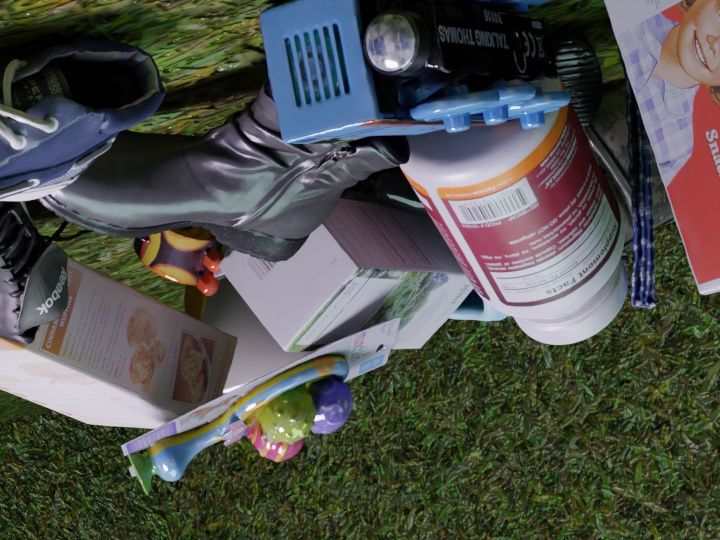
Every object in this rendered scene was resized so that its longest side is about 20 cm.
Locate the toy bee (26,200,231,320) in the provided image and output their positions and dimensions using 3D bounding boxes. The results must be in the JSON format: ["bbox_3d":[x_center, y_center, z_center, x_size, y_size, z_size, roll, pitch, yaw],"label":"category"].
[{"bbox_3d":[-0.116,-0.016,1.052,0.199,0.108,0.132,-30,139,-34],"label":"toy bee"}]

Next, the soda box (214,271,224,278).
[{"bbox_3d":[-0.037,-0.052,1.302,0.198,0.064,0.070,-19,175,10],"label":"soda box"}]

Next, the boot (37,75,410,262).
[{"bbox_3d":[-0.080,-0.074,0.865,0.198,0.071,0.131,7,148,-36],"label":"boot"}]

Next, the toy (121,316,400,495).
[{"bbox_3d":[-0.060,0.102,1.022,0.198,0.048,0.115,-21,165,-11],"label":"toy"}]

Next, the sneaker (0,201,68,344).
[{"bbox_3d":[-0.200,-0.012,0.854,0.067,0.090,0.200,-56,178,-26],"label":"sneaker"}]

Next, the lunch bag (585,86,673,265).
[{"bbox_3d":[0.169,-0.051,1.375,0.167,0.140,0.200,-34,-176,-26],"label":"lunch bag"}]

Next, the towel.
[{"bbox_3d":[0.195,-0.074,1.088,0.023,0.203,0.145,-2,179,9],"label":"towel"}]

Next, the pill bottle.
[{"bbox_3d":[0.104,-0.043,0.984,0.112,0.114,0.201,-18,137,16],"label":"pill bottle"}]

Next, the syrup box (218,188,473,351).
[{"bbox_3d":[0.000,0.000,1.052,0.079,0.082,0.199,-47,159,19],"label":"syrup box"}]

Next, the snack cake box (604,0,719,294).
[{"bbox_3d":[0.171,-0.103,0.640,0.067,0.203,0.115,-13,175,-37],"label":"snack cake box"}]

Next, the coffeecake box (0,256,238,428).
[{"bbox_3d":[-0.212,0.046,1.061,0.152,0.074,0.199,-2,157,44],"label":"coffeecake box"}]

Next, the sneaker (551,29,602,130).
[{"bbox_3d":[0.128,-0.122,1.116,0.073,0.090,0.201,-3,149,-5],"label":"sneaker"}]

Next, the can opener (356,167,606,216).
[{"bbox_3d":[0.082,-0.054,1.083,0.198,0.080,0.063,6,-170,-27],"label":"can opener"}]

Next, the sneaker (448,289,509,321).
[{"bbox_3d":[0.063,-0.003,1.194,0.081,0.075,0.199,-20,-165,-31],"label":"sneaker"}]

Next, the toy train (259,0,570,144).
[{"bbox_3d":[0.035,-0.112,0.808,0.113,0.088,0.199,-9,-178,28],"label":"toy train"}]

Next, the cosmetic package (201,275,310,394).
[{"bbox_3d":[-0.058,0.035,1.212,0.102,0.088,0.200,-15,-179,9],"label":"cosmetic package"}]

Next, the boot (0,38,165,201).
[{"bbox_3d":[-0.179,-0.067,0.686,0.090,0.073,0.199,-29,178,34],"label":"boot"}]

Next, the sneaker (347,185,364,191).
[{"bbox_3d":[-0.013,-0.067,1.157,0.198,0.079,0.090,-19,178,27],"label":"sneaker"}]
